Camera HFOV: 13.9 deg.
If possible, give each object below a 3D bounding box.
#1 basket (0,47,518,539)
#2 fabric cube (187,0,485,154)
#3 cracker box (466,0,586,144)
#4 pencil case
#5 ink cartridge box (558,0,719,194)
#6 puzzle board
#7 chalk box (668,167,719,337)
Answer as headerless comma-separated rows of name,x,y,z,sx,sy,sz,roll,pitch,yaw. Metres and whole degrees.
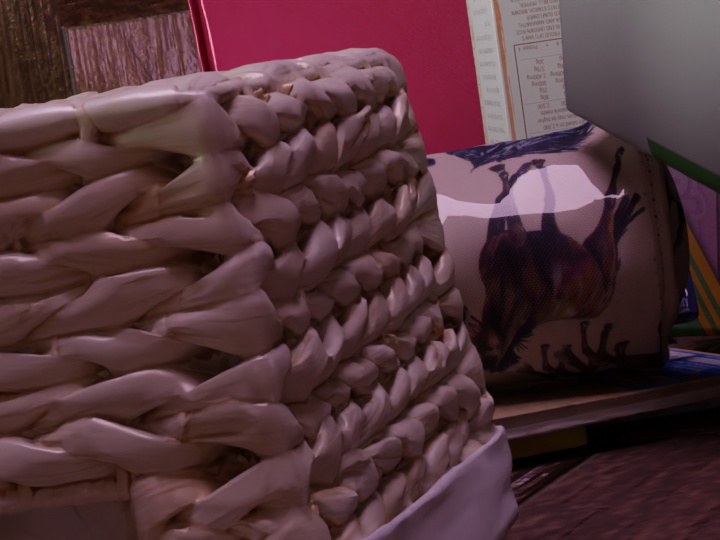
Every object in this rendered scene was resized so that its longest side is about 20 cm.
basket,-0.053,0.022,0.639,0.135,0.124,0.200,-9,5,13
fabric cube,0.062,-0.087,1.363,0.199,0.197,0.199,-4,8,42
cracker box,0.075,-0.075,1.132,0.057,0.201,0.134,-8,5,-1
pencil case,0.000,0.000,0.893,0.199,0.078,0.090,-7,23,10
ink cartridge box,0.171,-0.083,0.815,0.199,0.084,0.145,-10,17,-15
puzzle board,0.025,0.043,0.931,0.150,0.017,0.200,-9,5,-18
chalk box,0.156,-0.083,0.992,0.123,0.201,0.124,0,7,17
